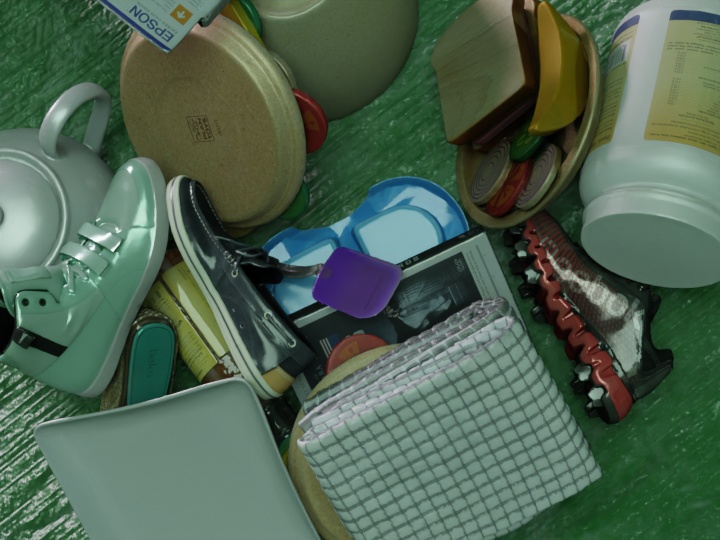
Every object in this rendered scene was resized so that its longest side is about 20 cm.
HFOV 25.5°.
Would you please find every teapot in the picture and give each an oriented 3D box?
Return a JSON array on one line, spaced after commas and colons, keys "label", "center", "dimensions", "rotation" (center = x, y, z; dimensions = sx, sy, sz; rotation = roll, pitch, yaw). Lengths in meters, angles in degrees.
[{"label": "teapot", "center": [-0.291, -0.039, 1.355], "dimensions": [0.195, 0.146, 0.202], "rotation": [-11, 79, 4]}]

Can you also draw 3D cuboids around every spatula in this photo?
[{"label": "spatula", "center": [-0.060, -0.002, 1.320], "dimensions": [0.198, 0.021, 0.057], "rotation": [12, 60, 32]}]

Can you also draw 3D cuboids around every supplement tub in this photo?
[{"label": "supplement tub", "center": [0.255, -0.102, 1.280], "dimensions": [0.143, 0.145, 0.202], "rotation": [13, 67, 8]}]

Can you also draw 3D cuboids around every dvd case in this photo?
[{"label": "dvd case", "center": [0.041, 0.071, 1.327], "dimensions": [0.198, 0.025, 0.151], "rotation": [-25, 108, 1]}]

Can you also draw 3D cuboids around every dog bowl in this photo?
[{"label": "dog bowl", "center": [0.000, 0.000, 1.363], "dimensions": [0.198, 0.050, 0.112], "rotation": [-26, 79, 2]}]

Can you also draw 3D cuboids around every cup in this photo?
[{"label": "cup", "center": [-0.054, -0.240, 1.359], "dimensions": [0.198, 0.143, 0.203], "rotation": [-1, 82, 6]}]

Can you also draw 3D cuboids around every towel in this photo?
[{"label": "towel", "center": [0.065, 0.133, 1.240], "dimensions": [0.199, 0.086, 0.166], "rotation": [-28, 116, 6]}]

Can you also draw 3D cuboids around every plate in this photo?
[{"label": "plate", "center": [-0.140, 0.181, 1.301], "dimensions": [0.198, 0.032, 0.201], "rotation": [-14, 116, 19]}]

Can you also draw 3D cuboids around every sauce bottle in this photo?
[{"label": "sauce bottle", "center": [-0.116, 0.074, 1.358], "dimensions": [0.066, 0.066, 0.201], "rotation": [-35, 80, 0]}]

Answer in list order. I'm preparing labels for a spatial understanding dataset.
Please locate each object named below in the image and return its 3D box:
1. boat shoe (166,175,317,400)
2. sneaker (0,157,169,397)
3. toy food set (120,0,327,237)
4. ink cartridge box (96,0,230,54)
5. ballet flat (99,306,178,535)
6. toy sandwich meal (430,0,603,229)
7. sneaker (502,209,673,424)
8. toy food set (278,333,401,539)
[{"label": "boat shoe", "center": [-0.095, 0.005, 1.280], "dimensions": [0.062, 0.075, 0.201], "rotation": [-32, 71, 10]}, {"label": "sneaker", "center": [-0.229, -0.006, 1.274], "dimensions": [0.073, 0.118, 0.203], "rotation": [14, 85, 48]}, {"label": "toy food set", "center": [-0.117, -0.125, 1.318], "dimensions": [0.197, 0.049, 0.201], "rotation": [-21, 102, 44]}, {"label": "ink cartridge box", "center": [-0.168, -0.284, 1.240], "dimensions": [0.199, 0.041, 0.201], "rotation": [38, 66, 0]}, {"label": "ballet flat", "center": [-0.195, 0.124, 1.357], "dimensions": [0.070, 0.065, 0.202], "rotation": [6, 104, -31]}, {"label": "toy sandwich meal", "center": [0.121, -0.136, 1.309], "dimensions": [0.070, 0.205, 0.207], "rotation": [19, 83, -29]}, {"label": "sneaker", "center": [0.193, 0.022, 1.328], "dimensions": [0.097, 0.071, 0.202], "rotation": [-27, 76, -5]}, {"label": "toy food set", "center": [0.035, 0.146, 1.308], "dimensions": [0.197, 0.049, 0.200], "rotation": [38, 99, -17]}]
